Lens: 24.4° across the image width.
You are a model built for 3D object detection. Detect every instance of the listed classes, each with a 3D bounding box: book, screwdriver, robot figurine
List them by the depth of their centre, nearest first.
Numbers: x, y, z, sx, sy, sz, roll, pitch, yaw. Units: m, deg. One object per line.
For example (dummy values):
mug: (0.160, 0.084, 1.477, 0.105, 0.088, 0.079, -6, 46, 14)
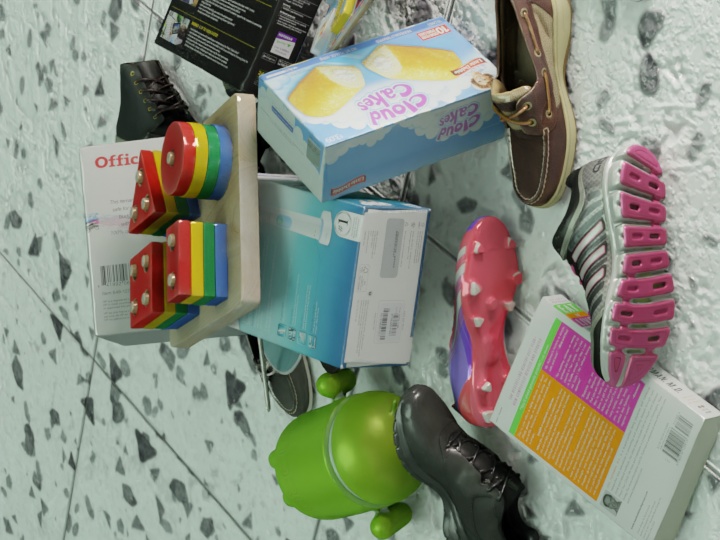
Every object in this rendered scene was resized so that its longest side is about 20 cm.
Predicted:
book: (0.210, 0.127, 1.438, 0.200, 0.048, 0.134, 40, 124, 40)
robot figurine: (-0.009, 0.187, 1.680, 0.200, 0.116, 0.176, -26, 83, 52)
screwdriver: (-0.107, 0.045, 1.708, 0.029, 0.028, 0.200, 54, -152, -75)

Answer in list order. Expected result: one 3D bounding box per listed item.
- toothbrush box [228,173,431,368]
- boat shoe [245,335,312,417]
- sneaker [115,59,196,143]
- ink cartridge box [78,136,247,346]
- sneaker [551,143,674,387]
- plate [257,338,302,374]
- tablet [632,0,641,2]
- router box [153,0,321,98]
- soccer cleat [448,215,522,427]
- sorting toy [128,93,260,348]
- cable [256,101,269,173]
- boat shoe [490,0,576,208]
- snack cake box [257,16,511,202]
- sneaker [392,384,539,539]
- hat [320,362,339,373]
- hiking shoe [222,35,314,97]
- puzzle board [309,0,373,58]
toothbrush box: (-0.040, -0.004, 1.527, 0.200, 0.085, 0.147, 15, 101, 47)
boat shoe: (-0.108, 0.069, 1.834, 0.067, 0.057, 0.200, -27, 76, 52)
sneaker: (-0.230, -0.186, 1.924, 0.200, 0.075, 0.106, 17, 113, 51)
ink cartridge box: (-0.202, -0.030, 1.749, 0.145, 0.147, 0.200, 60, -155, -82)
sneaker: (0.206, -0.004, 1.390, 0.087, 0.074, 0.200, 0, 91, 54)
plate: (-0.077, 0.006, 1.702, 0.200, 0.026, 0.200, 174, 90, -69)
tablet: (0.180, -0.314, 1.406, 0.200, 0.014, 0.130, 31, 121, 45)
router box: (-0.120, -0.266, 1.677, 0.200, 0.051, 0.149, 34, 103, 51)
soccer cleat: (0.107, 0.047, 1.544, 0.076, 0.067, 0.200, 13, 111, 56)
sorting toy: (-0.164, -0.044, 1.560, 0.200, 0.070, 0.199, 150, 121, -62)
cable: (-0.086, -0.093, 1.775, 0.163, 0.051, 0.200, 39, 127, 42)
boat shoe: (0.140, -0.151, 1.445, 0.072, 0.072, 0.200, 17, 111, 50)
snack cake box: (0.021, -0.146, 1.491, 0.115, 0.200, 0.067, 48, 147, 36)
sneaker: (0.104, 0.189, 1.554, 0.091, 0.076, 0.200, -16, 111, 42)
hat: (0.000, 0.000, 1.648, 0.201, 0.081, 0.201, 175, 90, -68)
hiking shoe: (-0.097, -0.212, 1.745, 0.200, 0.076, 0.101, 57, 134, 42)
puzzle board: (0.000, -0.285, 1.547, 0.151, 0.017, 0.200, -48, 21, 46)
